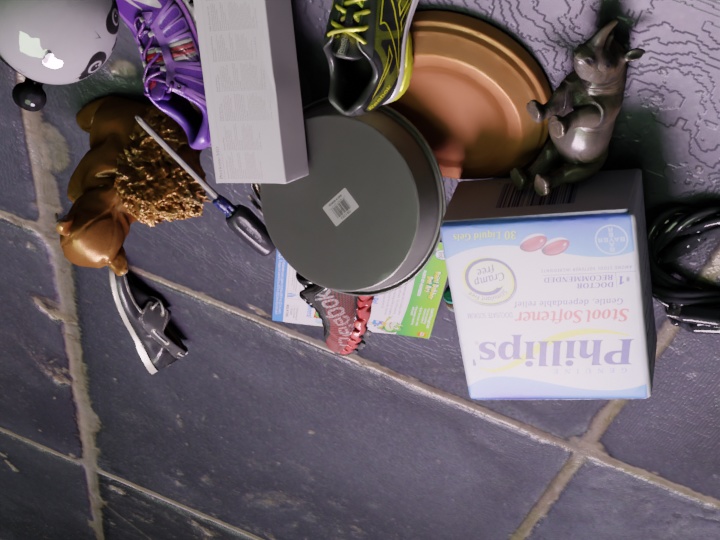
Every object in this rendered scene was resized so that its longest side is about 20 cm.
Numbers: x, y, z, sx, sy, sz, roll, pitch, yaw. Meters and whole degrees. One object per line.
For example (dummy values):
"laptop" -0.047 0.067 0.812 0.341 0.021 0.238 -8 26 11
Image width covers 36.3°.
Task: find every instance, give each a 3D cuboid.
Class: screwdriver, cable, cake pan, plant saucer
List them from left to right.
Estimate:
"screwdriver" -0.162 -0.085 1.137 0.200 0.028 0.029 42 125 -20
"screwdriver" -0.105 -0.058 1.243 0.029 0.028 0.200 46 176 20
"cake pan" -0.015 -0.067 1.072 0.198 0.037 0.203 8 109 23
"plant saucer" 0.084 -0.156 1.048 0.198 0.038 0.201 16 145 12
"cable" 0.368 -0.002 1.075 0.198 0.051 0.164 2 135 37

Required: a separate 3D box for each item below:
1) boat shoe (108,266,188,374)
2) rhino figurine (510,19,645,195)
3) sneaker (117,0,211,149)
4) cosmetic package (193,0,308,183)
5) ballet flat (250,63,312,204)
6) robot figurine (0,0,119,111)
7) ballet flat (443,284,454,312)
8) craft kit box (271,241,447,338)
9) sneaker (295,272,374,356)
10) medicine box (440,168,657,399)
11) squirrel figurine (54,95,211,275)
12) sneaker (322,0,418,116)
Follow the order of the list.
"boat shoe" -0.306 0.059 1.567 0.067 0.072 0.201 -20 129 -1
"rhino figurine" 0.194 -0.144 0.962 0.060 0.087 0.201 54 156 28
"sneaker" -0.190 -0.211 1.084 0.080 0.083 0.201 -19 110 49
"cosmetic package" -0.102 -0.185 1.028 0.082 0.051 0.202 3 107 27
"ballet flat" -0.089 -0.136 1.151 0.072 0.073 0.201 21 145 6
"robot figurine" -0.298 -0.243 1.051 0.200 0.124 0.152 31 144 62
"ballet flat" 0.171 0.009 1.189 0.071 0.070 0.200 33 140 -17
"craft kit box" 0.000 0.000 1.258 0.195 0.049 0.201 9 145 -1
"sneaker" -0.025 0.022 1.195 0.097 0.071 0.201 9 143 -5
"medicine box" 0.187 0.016 1.067 0.180 0.103 0.202 -3 117 20
"squirrel figurine" -0.256 -0.093 1.207 0.199 0.188 0.142 -15 130 43
"sneaker" 0.009 -0.221 0.937 0.074 0.085 0.202 15 129 24
